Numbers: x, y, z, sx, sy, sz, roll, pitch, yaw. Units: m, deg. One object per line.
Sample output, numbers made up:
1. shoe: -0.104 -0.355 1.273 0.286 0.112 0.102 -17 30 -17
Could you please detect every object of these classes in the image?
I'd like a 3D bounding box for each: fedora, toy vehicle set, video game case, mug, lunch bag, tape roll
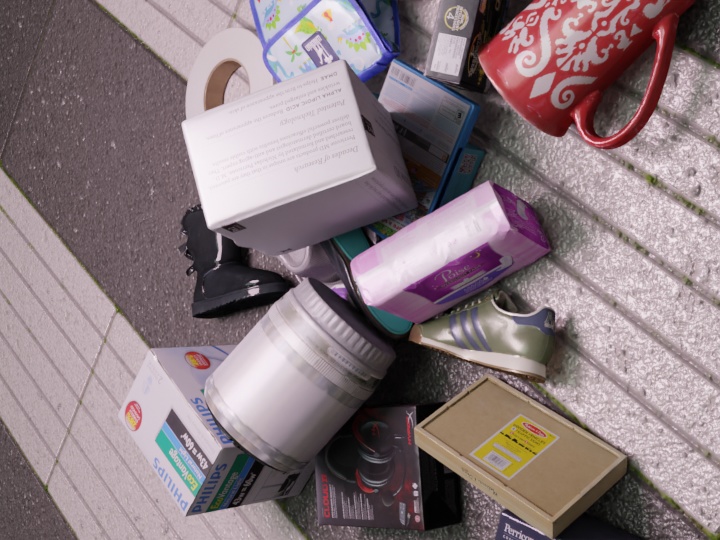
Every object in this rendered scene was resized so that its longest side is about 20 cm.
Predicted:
1. fedora: -0.066 -0.058 1.396 0.177 0.090 0.200 -18 77 42
2. toy vehicle set: 0.171 0.195 1.144 0.200 0.124 0.027 30 139 40
3. video game case: 0.055 -0.134 1.266 0.143 0.018 0.200 38 117 37
4. mug: 0.254 -0.240 1.100 0.178 0.133 0.200 43 119 -6
5. lunch bag: -0.041 -0.316 1.357 0.170 0.127 0.200 -32 68 39
6. tape roll: -0.184 -0.257 1.554 0.203 0.037 0.203 -1 88 43

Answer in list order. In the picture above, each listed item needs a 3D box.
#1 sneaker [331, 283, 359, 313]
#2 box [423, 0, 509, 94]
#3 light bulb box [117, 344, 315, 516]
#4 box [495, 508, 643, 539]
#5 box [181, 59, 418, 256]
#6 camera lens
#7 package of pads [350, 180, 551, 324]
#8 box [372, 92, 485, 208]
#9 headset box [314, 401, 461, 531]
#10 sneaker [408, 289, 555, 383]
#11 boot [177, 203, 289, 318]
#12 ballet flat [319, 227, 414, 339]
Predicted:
1. sneaker: -0.068 0.095 1.384 0.200 0.088 0.081 -42 82 35
2. box: 0.129 -0.303 1.174 0.049 0.161 0.200 14 98 14
3. light bulb box: -0.181 0.207 1.420 0.198 0.200 0.125 46 119 34
4. box: 0.213 0.363 1.109 0.148 0.104 0.200 16 100 43
5. box: -0.063 -0.117 1.186 0.200 0.199 0.131 -18 77 12
6. camera lens: -0.076 0.129 1.267 0.200 0.160 0.160 -48 56 6
7. package of pads: 0.101 -0.017 1.190 0.200 0.120 0.076 -30 63 24
8. box: 0.057 -0.152 1.313 0.200 0.049 0.082 35 112 39
9. headset box: 0.021 0.242 1.313 0.200 0.075 0.149 -9 82 43
10. sneaker: 0.146 0.065 1.219 0.200 0.067 0.090 13 81 48
11. boot: -0.186 -0.024 1.527 0.198 0.073 0.163 -16 75 42
12. ballet flat: 0.000 0.000 1.310 0.073 0.073 0.200 -35 84 37
